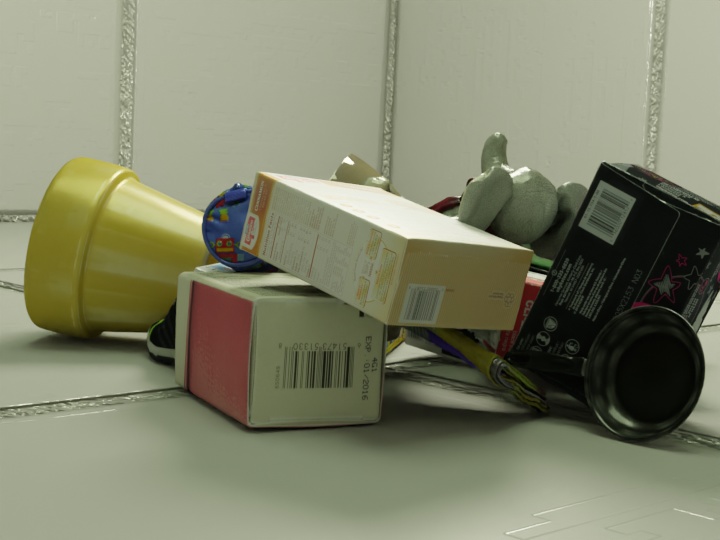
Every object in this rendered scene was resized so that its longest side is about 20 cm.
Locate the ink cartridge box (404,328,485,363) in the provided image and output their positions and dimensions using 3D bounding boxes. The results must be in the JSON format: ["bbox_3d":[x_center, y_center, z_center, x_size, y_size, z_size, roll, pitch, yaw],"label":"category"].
[{"bbox_3d":[0.140,0.048,1.525,0.094,0.037,0.200,16,26,29],"label":"ink cartridge box"}]

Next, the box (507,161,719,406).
[{"bbox_3d":[0.245,0.017,1.197,0.132,0.201,0.114,31,16,24],"label":"box"}]

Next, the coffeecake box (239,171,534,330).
[{"bbox_3d":[0.019,-0.018,1.113,0.153,0.074,0.199,4,15,-43],"label":"coffeecake box"}]

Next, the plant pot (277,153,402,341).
[{"bbox_3d":[0.000,0.000,1.369,0.134,0.201,0.200,30,8,3],"label":"plant pot"}]

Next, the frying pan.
[{"bbox_3d":[0.213,0.100,1.126,0.189,0.116,0.031,-24,-29,36],"label":"frying pan"}]

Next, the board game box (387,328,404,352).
[{"bbox_3d":[-0.037,0.058,1.546,0.164,0.057,0.200,2,6,10],"label":"board game box"}]

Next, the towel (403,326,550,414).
[{"bbox_3d":[0.076,0.062,1.189,0.199,0.023,0.143,32,-2,32],"label":"towel"}]

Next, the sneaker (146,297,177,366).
[{"bbox_3d":[-0.167,0.057,1.349,0.071,0.084,0.200,1,6,-26],"label":"sneaker"}]

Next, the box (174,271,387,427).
[{"bbox_3d":[-0.076,0.066,1.170,0.127,0.110,0.200,1,5,-25],"label":"box"}]

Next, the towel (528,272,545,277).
[{"bbox_3d":[0.203,0.015,1.538,0.198,0.023,0.144,15,1,18],"label":"towel"}]

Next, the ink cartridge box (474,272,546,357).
[{"bbox_3d":[0.231,0.060,1.367,0.198,0.085,0.144,12,5,-4],"label":"ink cartridge box"}]

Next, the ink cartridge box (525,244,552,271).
[{"bbox_3d":[0.279,0.001,1.544,0.161,0.051,0.200,16,-7,35],"label":"ink cartridge box"}]

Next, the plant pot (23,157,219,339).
[{"bbox_3d":[-0.253,-0.011,1.489,0.187,0.203,0.201,14,7,7],"label":"plant pot"}]

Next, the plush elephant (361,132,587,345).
[{"bbox_3d":[0.119,-0.053,1.241,0.164,0.155,0.201,16,33,-42],"label":"plush elephant"}]

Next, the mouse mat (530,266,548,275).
[{"bbox_3d":[0.159,-0.010,1.489,0.199,0.008,0.160,13,2,-41],"label":"mouse mat"}]

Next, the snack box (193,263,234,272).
[{"bbox_3d":[-0.129,0.016,1.375,0.071,0.025,0.200,20,2,1],"label":"snack box"}]

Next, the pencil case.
[{"bbox_3d":[-0.107,-0.038,1.325,0.077,0.088,0.200,-16,-4,2],"label":"pencil case"}]
